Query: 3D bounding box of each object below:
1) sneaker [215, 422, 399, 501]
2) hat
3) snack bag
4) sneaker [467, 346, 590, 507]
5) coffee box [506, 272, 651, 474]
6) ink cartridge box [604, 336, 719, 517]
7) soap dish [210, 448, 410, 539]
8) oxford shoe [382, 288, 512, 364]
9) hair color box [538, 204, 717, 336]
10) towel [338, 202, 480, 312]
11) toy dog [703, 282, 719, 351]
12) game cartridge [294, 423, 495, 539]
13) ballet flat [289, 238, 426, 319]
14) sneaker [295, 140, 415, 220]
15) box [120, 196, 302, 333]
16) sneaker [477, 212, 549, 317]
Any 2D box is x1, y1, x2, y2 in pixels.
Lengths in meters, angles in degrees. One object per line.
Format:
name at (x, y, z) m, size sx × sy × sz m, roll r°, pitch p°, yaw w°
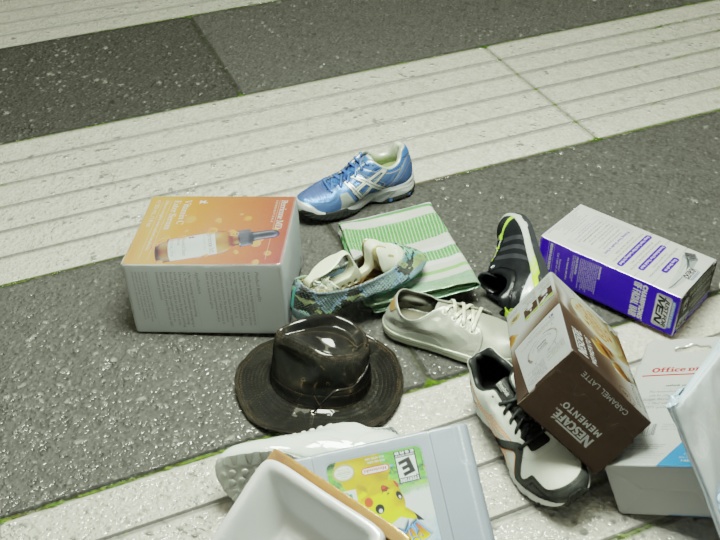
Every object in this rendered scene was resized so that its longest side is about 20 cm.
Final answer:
sneaker at (-0.050, 0.196, 0.975) m, size 0.196 × 0.078 × 0.081 m, roll 1°, pitch 27°, yaw -7°
hat at (-0.048, 0.100, 1.081) m, size 0.196 × 0.082 × 0.202 m, roll -1°, pitch 38°, yaw 1°
snack bag at (0.353, 0.172, 0.876) m, size 0.021 × 0.203 × 0.188 m, roll -21°, pitch 4°, yaw 40°
sneaker at (0.164, 0.160, 0.986) m, size 0.073 × 0.081 × 0.200 m, roll -32°, pitch 41°, yaw -6°
coffee box at (0.221, 0.099, 0.993) m, size 0.114 × 0.080 × 0.201 m, roll 40°, pitch 20°, yaw -9°
ink cartridge box at (0.335, 0.156, 0.976) m, size 0.114 × 0.068 × 0.200 m, roll -7°, pitch 29°, yaw 35°
soap dish at (-0.065, 0.276, 0.795) m, size 0.156 × 0.081 × 0.202 m, roll 24°, pitch 72°, yaw 32°
oxford shoe at (0.121, 0.066, 1.142) m, size 0.196 × 0.059 × 0.075 m, roll 13°, pitch 35°, yaw 14°
hair color box at (0.338, -0.005, 1.219) m, size 0.198 × 0.066 × 0.109 m, roll 26°, pitch 42°, yaw 33°
towel at (0.057, -0.022, 1.271) m, size 0.150 × 0.024 × 0.201 m, roll -13°, pitch 35°, yaw -7°
toy dog at (0.486, 0.040, 1.031) m, size 0.190 × 0.204 × 0.140 m, roll -2°, pitch 27°, yaw -8°
game cartridge at (0.022, 0.229, 0.894) m, size 0.196 × 0.041 × 0.136 m, roll -11°, pitch 73°, yaw -6°
ballet flat at (0.000, 0.000, 1.174) m, size 0.198 × 0.075 × 0.074 m, roll -28°, pitch 44°, yaw -27°
sneaker at (-0.011, -0.134, 1.393) m, size 0.197 × 0.078 × 0.076 m, roll -22°, pitch 43°, yaw -23°
box at (-0.181, -0.010, 1.207) m, size 0.196 × 0.108 × 0.153 m, roll 0°, pitch 36°, yaw 5°
sneaker at (0.188, -0.009, 1.223) m, size 0.081 × 0.073 × 0.201 m, roll -7°, pitch 33°, yaw -2°
